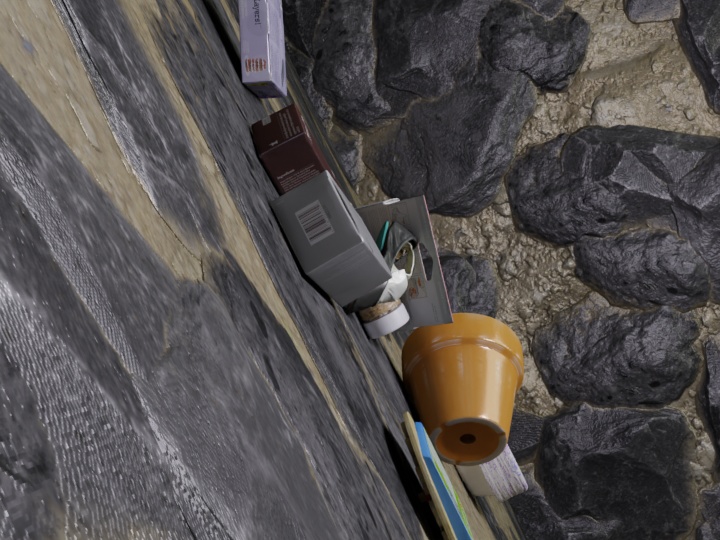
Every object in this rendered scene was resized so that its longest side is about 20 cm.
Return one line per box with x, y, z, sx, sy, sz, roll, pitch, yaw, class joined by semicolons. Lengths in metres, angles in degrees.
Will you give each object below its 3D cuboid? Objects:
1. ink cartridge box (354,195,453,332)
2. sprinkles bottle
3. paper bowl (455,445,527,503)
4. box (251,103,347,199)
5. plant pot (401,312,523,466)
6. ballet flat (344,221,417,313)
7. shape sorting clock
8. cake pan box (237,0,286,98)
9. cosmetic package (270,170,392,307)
0.067;-0.010;1.904;0.043;0.173;0.201;-17;95;-46;ink cartridge box
0.000;0.000;1.859;0.201;0.068;0.068;63;4;-7;sprinkles bottle
0.226;0.341;2.346;0.201;0.104;0.201;62;4;-9;paper bowl
-0.068;-0.112;1.674;0.200;0.075;0.100;59;6;-32;box
0.165;0.202;1.991;0.184;0.199;0.200;-89;156;-46;plant pot
0.039;0.000;1.781;0.068;0.068;0.200;29;43;-2;ballet flat
0.088;0.265;1.495;0.201;0.039;0.200;64;2;-5;shape sorting clock
-0.153;-0.378;1.947;0.184;0.052;0.201;-43;130;-87;cake pan box
-0.032;-0.035;1.537;0.107;0.090;0.200;61;6;15;cosmetic package
